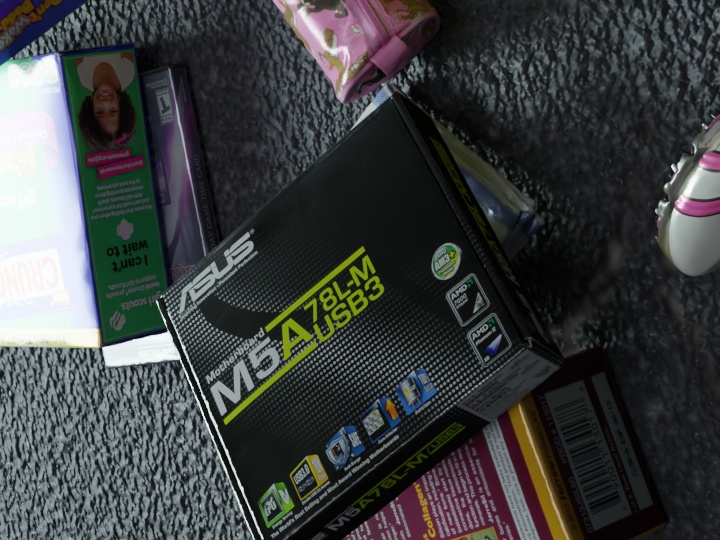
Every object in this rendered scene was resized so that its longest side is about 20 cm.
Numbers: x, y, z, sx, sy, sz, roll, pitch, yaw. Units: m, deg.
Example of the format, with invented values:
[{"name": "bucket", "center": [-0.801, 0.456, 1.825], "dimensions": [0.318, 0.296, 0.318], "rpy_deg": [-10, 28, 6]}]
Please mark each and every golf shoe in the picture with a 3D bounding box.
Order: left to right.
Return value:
[{"name": "golf shoe", "center": [0.218, -0.056, 0.916], "dimensions": [0.092, 0.072, 0.200], "rpy_deg": [53, 131, 20]}]

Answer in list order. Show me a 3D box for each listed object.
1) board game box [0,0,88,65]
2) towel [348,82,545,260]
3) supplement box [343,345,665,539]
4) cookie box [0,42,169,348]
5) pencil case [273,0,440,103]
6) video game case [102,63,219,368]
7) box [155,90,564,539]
[{"name": "board game box", "center": [-0.279, -0.230, 1.334], "dimensions": [0.199, 0.134, 0.045], "rpy_deg": [36, 156, 34]}, {"name": "towel", "center": [0.000, 0.000, 1.118], "dimensions": [0.200, 0.024, 0.147], "rpy_deg": [-50, 56, 7]}, {"name": "supplement box", "center": [0.065, 0.131, 1.108], "dimensions": [0.199, 0.085, 0.111], "rpy_deg": [-26, 81, 45]}, {"name": "cookie box", "center": [-0.221, -0.049, 1.337], "dimensions": [0.170, 0.075, 0.202], "rpy_deg": [-2, 99, 45]}, {"name": "pencil case", "center": [-0.036, -0.194, 1.110], "dimensions": [0.201, 0.086, 0.083], "rpy_deg": [52, 127, 5]}, {"name": "video game case", "center": [-0.153, -0.035, 1.339], "dimensions": [0.142, 0.019, 0.202], "rpy_deg": [-8, 93, 46]}, {"name": "box", "center": [-0.007, 0.033, 1.064], "dimensions": [0.200, 0.047, 0.194], "rpy_deg": [-39, 55, 18]}]
